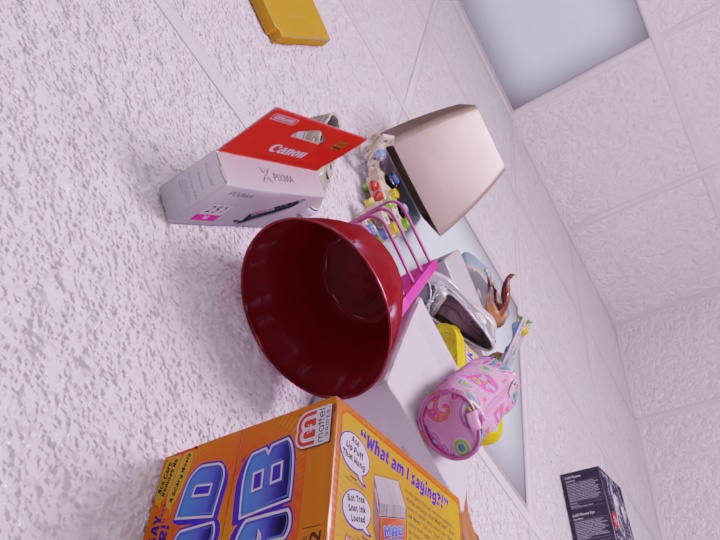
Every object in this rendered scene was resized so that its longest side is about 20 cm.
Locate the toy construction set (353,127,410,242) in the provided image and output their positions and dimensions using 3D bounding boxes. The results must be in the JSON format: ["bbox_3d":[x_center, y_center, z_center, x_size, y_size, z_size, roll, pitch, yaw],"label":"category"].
[{"bbox_3d":[0.033,-0.136,1.074,0.130,0.090,0.206,21,63,-55],"label":"toy construction set"}]

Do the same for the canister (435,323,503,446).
[{"bbox_3d":[0.173,0.203,1.066,0.200,0.085,0.152,42,41,-44],"label":"canister"}]

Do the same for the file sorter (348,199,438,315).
[{"bbox_3d":[0.000,0.000,0.847,0.128,0.137,0.200,60,27,-6],"label":"file sorter"}]

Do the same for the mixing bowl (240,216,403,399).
[{"bbox_3d":[-0.026,0.027,0.686,0.108,0.197,0.205,-30,96,-52],"label":"mixing bowl"}]

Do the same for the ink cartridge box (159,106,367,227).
[{"bbox_3d":[-0.097,-0.105,0.700,0.199,0.170,0.045,-5,72,-62],"label":"ink cartridge box"}]

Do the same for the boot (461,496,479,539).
[{"bbox_3d":[0.151,0.383,0.899,0.155,0.075,0.204,44,37,-36],"label":"boot"}]

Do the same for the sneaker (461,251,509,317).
[{"bbox_3d":[0.290,0.033,1.436,0.201,0.072,0.083,51,33,-31],"label":"sneaker"}]

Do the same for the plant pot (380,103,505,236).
[{"bbox_3d":[0.165,-0.217,1.204,0.203,0.174,0.200,59,4,-15],"label":"plant pot"}]

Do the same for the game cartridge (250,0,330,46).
[{"bbox_3d":[-0.139,-0.478,1.072,0.180,0.032,0.199,65,29,-6],"label":"game cartridge"}]

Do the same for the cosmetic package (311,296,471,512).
[{"bbox_3d":[0.057,0.184,0.826,0.203,0.121,0.201,60,29,-15],"label":"cosmetic package"}]

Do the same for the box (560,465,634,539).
[{"bbox_3d":[0.591,0.612,1.527,0.199,0.102,0.186,41,35,-42],"label":"box"}]

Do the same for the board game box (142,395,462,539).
[{"bbox_3d":[-0.045,0.261,0.488,0.200,0.196,0.204,46,34,-35],"label":"board game box"}]

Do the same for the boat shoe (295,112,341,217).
[{"bbox_3d":[-0.067,-0.169,0.928,0.072,0.061,0.204,42,37,-40],"label":"boat shoe"}]

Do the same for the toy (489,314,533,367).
[{"bbox_3d":[0.275,0.179,1.225,0.047,0.204,0.115,30,3,26],"label":"toy"}]

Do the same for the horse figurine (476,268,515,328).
[{"bbox_3d":[0.263,0.085,1.278,0.048,0.201,0.136,0,60,-17],"label":"horse figurine"}]

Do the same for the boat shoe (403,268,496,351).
[{"bbox_3d":[0.157,0.070,1.091,0.200,0.075,0.065,37,23,-6],"label":"boat shoe"}]

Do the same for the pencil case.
[{"bbox_3d":[0.142,0.165,0.775,0.199,0.086,0.090,-8,76,-62],"label":"pencil case"}]

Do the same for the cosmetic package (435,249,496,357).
[{"bbox_3d":[0.183,0.073,1.197,0.112,0.080,0.205,-22,88,-64],"label":"cosmetic package"}]
